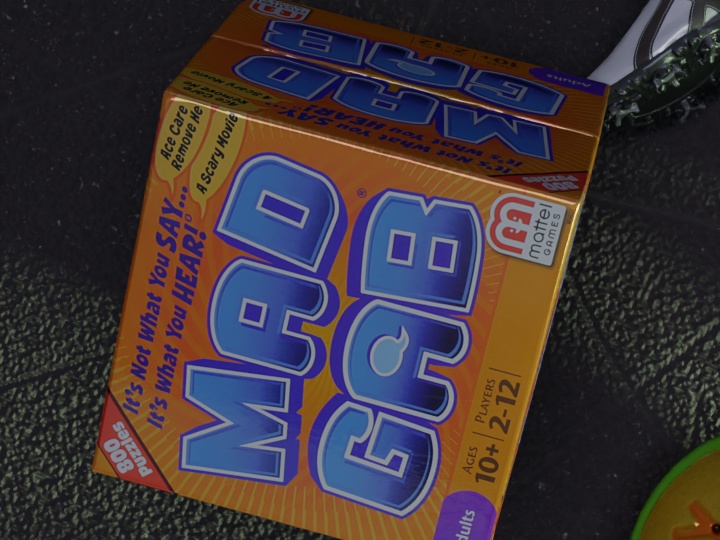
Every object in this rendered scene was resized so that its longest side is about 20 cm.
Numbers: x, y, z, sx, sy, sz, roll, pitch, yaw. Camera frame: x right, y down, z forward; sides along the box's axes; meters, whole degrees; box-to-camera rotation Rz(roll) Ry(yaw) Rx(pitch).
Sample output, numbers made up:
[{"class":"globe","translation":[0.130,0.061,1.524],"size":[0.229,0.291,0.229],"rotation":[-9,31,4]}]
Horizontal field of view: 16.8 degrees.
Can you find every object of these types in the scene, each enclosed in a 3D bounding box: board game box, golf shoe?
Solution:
[{"class":"board game box","translation":[0.000,0.000,1.223],"size":[0.199,0.200,0.201],"rotation":[15,112,4]},{"class":"golf shoe","translation":[0.183,-0.152,1.308],"size":[0.200,0.078,0.095],"rotation":[-39,66,5]}]

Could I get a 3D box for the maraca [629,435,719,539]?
[{"class":"maraca","translation":[0.200,0.182,1.281],"size":[0.137,0.107,0.201],"rotation":[18,92,3]}]
